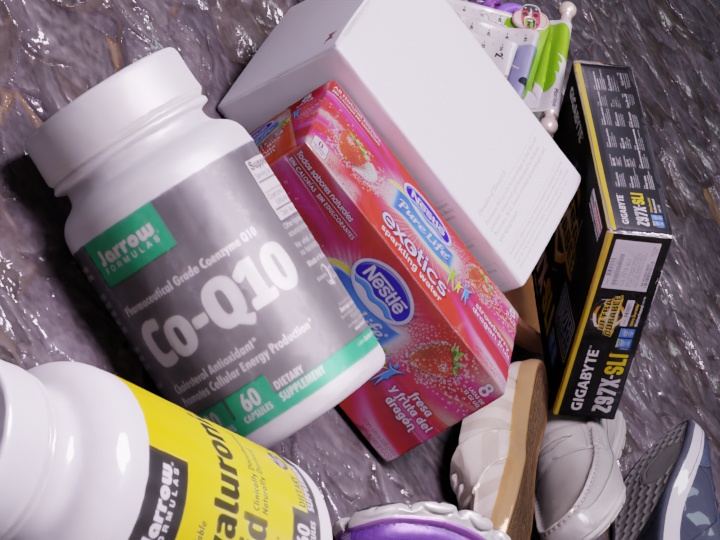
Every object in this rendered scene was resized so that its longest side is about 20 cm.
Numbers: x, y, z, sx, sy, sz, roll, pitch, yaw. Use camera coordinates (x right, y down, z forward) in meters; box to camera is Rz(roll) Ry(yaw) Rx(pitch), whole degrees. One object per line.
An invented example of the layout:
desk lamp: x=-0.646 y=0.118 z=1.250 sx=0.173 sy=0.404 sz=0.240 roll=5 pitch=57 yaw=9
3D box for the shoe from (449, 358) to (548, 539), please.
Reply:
shoe: x=0.084 y=0.129 z=1.358 sx=0.201 sy=0.053 sz=0.070 roll=-72 pitch=159 yaw=-55

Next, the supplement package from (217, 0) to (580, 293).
supplement package: x=0.028 y=-0.083 z=1.370 sx=0.200 sy=0.116 sz=0.118 roll=51 pitch=46 yaw=-19

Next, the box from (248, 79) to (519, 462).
box: x=0.000 y=0.000 z=1.280 sx=0.200 sy=0.095 sz=0.100 roll=51 pitch=24 yaw=-16

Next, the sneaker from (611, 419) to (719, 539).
sneaker: x=0.251 y=0.212 z=1.521 sx=0.146 sy=0.077 sz=0.203 roll=40 pitch=38 yaw=-13

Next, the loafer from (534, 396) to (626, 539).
loafer: x=0.140 y=0.130 z=1.441 sx=0.070 sy=0.070 sz=0.200 roll=48 pitch=18 yaw=-10

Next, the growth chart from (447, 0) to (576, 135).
growth chart: x=0.054 y=-0.151 z=1.493 sx=0.198 sy=0.018 sz=0.146 roll=10 pitch=53 yaw=-6

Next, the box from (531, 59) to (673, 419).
box: x=0.160 y=-0.022 z=1.453 sx=0.049 sy=0.161 sz=0.201 roll=5 pitch=38 yaw=-6

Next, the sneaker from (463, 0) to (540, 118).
sneaker: x=0.086 y=-0.177 z=1.608 sx=0.080 sy=0.084 sz=0.200 roll=19 pitch=21 yaw=-47

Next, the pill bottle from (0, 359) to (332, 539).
pill bottle: x=-0.111 y=0.106 z=0.925 sx=0.200 sy=0.111 sz=0.112 roll=30 pitch=36 yaw=-46

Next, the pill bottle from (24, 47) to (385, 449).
pill bottle: x=-0.083 y=-0.007 z=1.107 sx=0.201 sy=0.113 sz=0.113 roll=57 pitch=24 yaw=-2

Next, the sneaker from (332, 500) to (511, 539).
sneaker: x=0.063 y=0.200 z=1.199 sx=0.200 sy=0.080 sz=0.084 roll=40 pitch=45 yaw=-25

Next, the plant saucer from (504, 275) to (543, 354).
plant saucer: x=0.097 y=-0.023 z=1.568 sx=0.200 sy=0.037 sz=0.201 roll=44 pitch=28 yaw=-31
